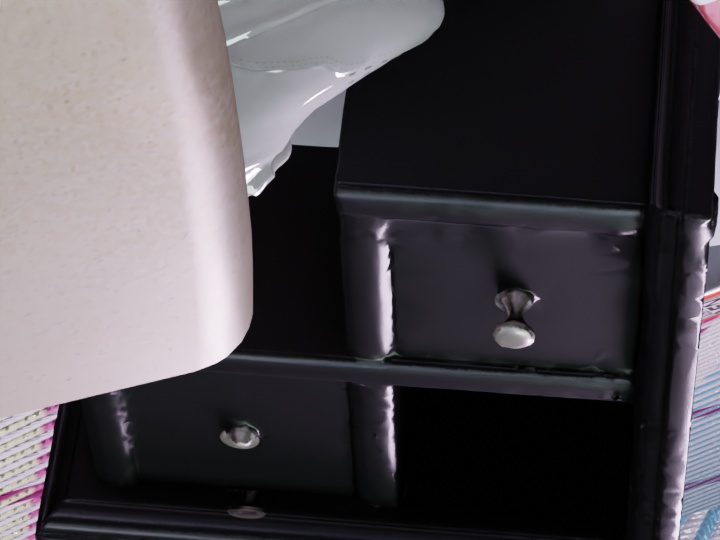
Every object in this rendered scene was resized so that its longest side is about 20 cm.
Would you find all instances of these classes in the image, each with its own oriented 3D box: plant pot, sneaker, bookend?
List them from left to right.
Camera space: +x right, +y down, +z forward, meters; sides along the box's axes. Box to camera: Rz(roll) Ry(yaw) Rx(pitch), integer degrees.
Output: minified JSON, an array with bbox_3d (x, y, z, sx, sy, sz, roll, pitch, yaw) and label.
[{"bbox_3d":[-0.127,-0.089,0.421,0.199,0.200,0.177,-14,156,-16],"label":"plant pot"},{"bbox_3d":[-0.066,-0.025,0.733,0.200,0.087,0.075,-27,-163,-8],"label":"sneaker"},{"bbox_3d":[0.000,0.000,0.835,0.198,0.092,0.200,4,145,5],"label":"bookend"}]

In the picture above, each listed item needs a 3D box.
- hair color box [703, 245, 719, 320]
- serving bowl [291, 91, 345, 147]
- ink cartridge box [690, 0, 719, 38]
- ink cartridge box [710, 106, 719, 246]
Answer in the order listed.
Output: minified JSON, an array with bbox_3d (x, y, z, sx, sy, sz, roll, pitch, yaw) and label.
[{"bbox_3d":[0.206,-0.060,1.177,0.200,0.102,0.061,-20,168,15],"label":"hair color box"},{"bbox_3d":[-0.020,-0.031,0.942,0.199,0.066,0.200,4,136,3],"label":"serving bowl"},{"bbox_3d":[0.063,-0.139,0.529,0.083,0.147,0.200,-21,168,13],"label":"ink cartridge box"},{"bbox_3d":[0.180,-0.088,1.018,0.173,0.044,0.200,-7,145,-37],"label":"ink cartridge box"}]
